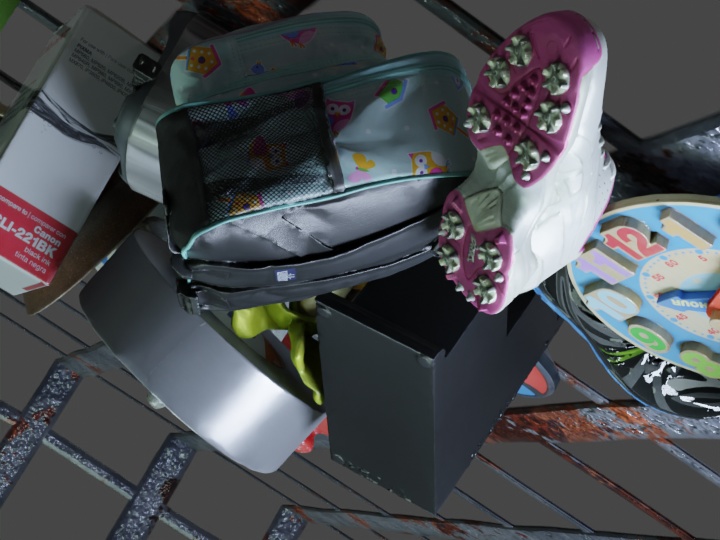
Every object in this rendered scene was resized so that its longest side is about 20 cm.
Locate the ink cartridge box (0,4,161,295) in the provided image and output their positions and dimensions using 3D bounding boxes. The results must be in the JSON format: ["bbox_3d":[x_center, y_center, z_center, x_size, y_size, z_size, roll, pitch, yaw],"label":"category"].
[{"bbox_3d":[-0.239,-0.090,1.427,0.083,0.201,0.144,31,166,-16],"label":"ink cartridge box"}]

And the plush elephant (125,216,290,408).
[{"bbox_3d":[-0.111,0.071,1.559,0.199,0.156,0.165,12,154,2],"label":"plush elephant"}]

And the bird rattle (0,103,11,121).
[{"bbox_3d":[-0.304,-0.129,1.678,0.199,0.113,0.163,18,177,11],"label":"bird rattle"}]

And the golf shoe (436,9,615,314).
[{"bbox_3d":[0.104,-0.066,1.022,0.075,0.091,0.201,52,144,30],"label":"golf shoe"}]

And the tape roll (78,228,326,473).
[{"bbox_3d":[-0.115,0.060,1.380,0.200,0.066,0.200,43,-175,-5],"label":"tape roll"}]

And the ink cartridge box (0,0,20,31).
[{"bbox_3d":[-0.360,-0.191,1.436,0.076,0.148,0.200,38,165,-33],"label":"ink cartridge box"}]

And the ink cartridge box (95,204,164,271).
[{"bbox_3d":[-0.179,0.016,1.742,0.116,0.067,0.200,25,155,38],"label":"ink cartridge box"}]

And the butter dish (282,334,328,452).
[{"bbox_3d":[-0.031,0.104,1.759,0.200,0.148,0.199,36,164,-19],"label":"butter dish"}]

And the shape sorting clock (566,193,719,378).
[{"bbox_3d":[0.218,0.017,1.102,0.199,0.039,0.200,20,151,12],"label":"shape sorting clock"}]

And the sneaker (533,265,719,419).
[{"bbox_3d":[0.190,0.037,1.229,0.199,0.071,0.083,40,170,-22],"label":"sneaker"}]

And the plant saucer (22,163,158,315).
[{"bbox_3d":[-0.217,-0.046,1.538,0.037,0.201,0.200,45,163,-13],"label":"plant saucer"}]

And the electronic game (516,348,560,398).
[{"bbox_3d":[0.079,0.050,1.563,0.199,0.042,0.200,30,165,8],"label":"electronic game"}]

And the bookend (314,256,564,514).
[{"bbox_3d":[0.063,0.028,1.283,0.092,0.199,0.200,26,150,20],"label":"bookend"}]

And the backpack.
[{"bbox_3d":[-0.021,-0.066,1.118,0.199,0.154,0.176,-6,162,-4],"label":"backpack"}]

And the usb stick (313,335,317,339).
[{"bbox_3d":[-0.043,0.041,1.642,0.199,0.033,0.056,26,134,22],"label":"usb stick"}]

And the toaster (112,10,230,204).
[{"bbox_3d":[-0.092,-0.096,1.283,0.129,0.114,0.200,27,165,1],"label":"toaster"}]

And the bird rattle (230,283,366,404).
[{"bbox_3d":[0.000,0.000,1.327,0.113,0.200,0.163,47,128,10],"label":"bird rattle"}]
